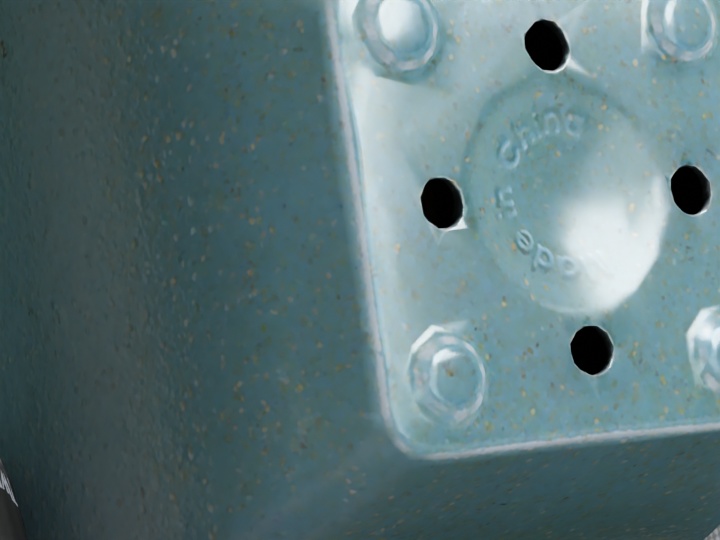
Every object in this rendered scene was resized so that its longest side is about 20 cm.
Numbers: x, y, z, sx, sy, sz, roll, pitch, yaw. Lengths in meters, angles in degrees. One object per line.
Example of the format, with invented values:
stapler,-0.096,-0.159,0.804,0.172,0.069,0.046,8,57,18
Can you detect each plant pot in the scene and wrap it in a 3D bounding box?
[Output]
plant pot,0.000,0.000,0.752,0.195,0.200,0.197,-4,83,-31

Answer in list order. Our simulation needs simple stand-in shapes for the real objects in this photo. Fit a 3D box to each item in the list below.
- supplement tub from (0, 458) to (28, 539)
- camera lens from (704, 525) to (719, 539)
supplement tub,-0.117,0.139,0.670,0.122,0.123,0.201,-5,64,-31
camera lens,0.153,0.068,0.838,0.159,0.160,0.201,-2,71,-31
